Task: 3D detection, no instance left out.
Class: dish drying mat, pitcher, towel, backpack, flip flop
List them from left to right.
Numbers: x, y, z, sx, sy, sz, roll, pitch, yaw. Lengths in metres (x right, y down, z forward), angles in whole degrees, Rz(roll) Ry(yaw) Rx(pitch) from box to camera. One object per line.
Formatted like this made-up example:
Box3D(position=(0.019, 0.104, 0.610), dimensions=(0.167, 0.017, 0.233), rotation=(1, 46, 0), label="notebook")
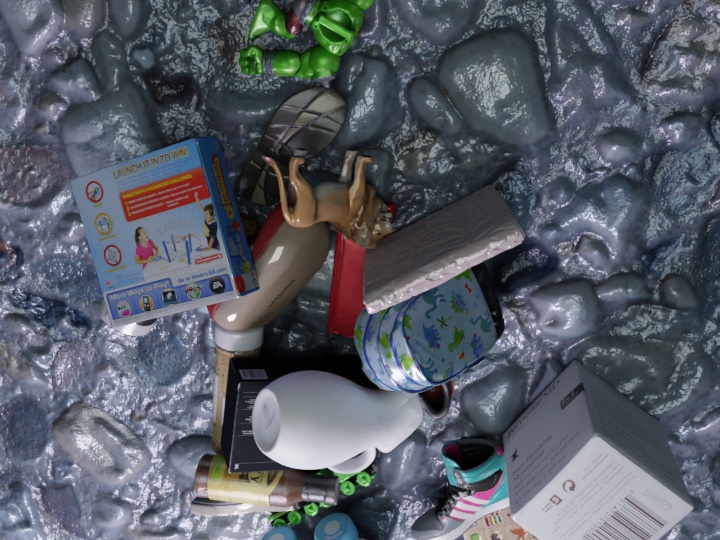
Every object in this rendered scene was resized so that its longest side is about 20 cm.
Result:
Box3D(position=(-0.089, -0.164, 1.134), dimensions=(0.081, 0.058, 0.200), rotation=(32, 125, -12), label="flip flop")
Box3D(position=(-0.042, 0.209, 1.138), dimensions=(0.199, 0.121, 0.172), rotation=(5, 127, -33), label="pitcher")
Box3D(position=(0.000, 0.000, 1.202), dimensions=(0.076, 0.018, 0.201), rotation=(7, 111, 2), label="dish drying mat")
Box3D(position=(0.086, 0.069, 1.111), dimensions=(0.199, 0.154, 0.164), rotation=(-26, 107, -17), label="backpack")
Box3D(position=(0.094, -0.029, 1.081), dimensions=(0.199, 0.191, 0.032), rotation=(-27, 107, 9), label="towel")

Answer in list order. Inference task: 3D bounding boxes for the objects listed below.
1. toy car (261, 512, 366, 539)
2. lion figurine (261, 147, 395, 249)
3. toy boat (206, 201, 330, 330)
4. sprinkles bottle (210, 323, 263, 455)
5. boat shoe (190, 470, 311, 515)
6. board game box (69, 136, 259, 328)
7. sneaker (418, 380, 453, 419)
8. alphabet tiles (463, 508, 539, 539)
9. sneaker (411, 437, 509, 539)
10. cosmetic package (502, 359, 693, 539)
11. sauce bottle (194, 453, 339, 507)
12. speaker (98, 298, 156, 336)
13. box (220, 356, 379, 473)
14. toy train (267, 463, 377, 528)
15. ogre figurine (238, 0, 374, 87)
Box3D(position=(-0.053, 0.496, 1.275), dimensions=(0.176, 0.200, 0.185), rotation=(-16, 122, 11), label="toy car")
Box3D(position=(-0.042, -0.086, 1.088), dimensions=(0.199, 0.072, 0.123), rotation=(-3, 110, -36), label="lion figurine")
Box3D(position=(-0.136, -0.024, 1.166), dimensions=(0.200, 0.130, 0.131), rotation=(-47, 71, 19), label="toy boat")
Box3D(position=(-0.177, 0.165, 1.254), dimensions=(0.068, 0.068, 0.201), rotation=(7, 111, 3), label="sprinkles bottle")
Box3D(position=(-0.167, 0.313, 1.317), dimensions=(0.199, 0.075, 0.093), rotation=(-10, 81, 20), label="boat shoe")
Box3D(position=(-0.245, -0.045, 1.097), dimensions=(0.199, 0.056, 0.197), rotation=(-13, 94, 24), label="board game box")
Box3D(position=(0.077, 0.116, 1.199), dimensions=(0.077, 0.082, 0.201), rotation=(-29, 107, 8), label="sneaker")
Box3D(position=(0.264, 0.425, 1.341), dimensions=(0.199, 0.008, 0.168), rotation=(-11, 109, 9), label="alphabet tiles")
Box3D(position=(0.138, 0.310, 1.267), dimensions=(0.199, 0.084, 0.121), rotation=(-33, 109, 8), label="sneaker")
Box3D(position=(0.306, 0.263, 1.172), dimensions=(0.165, 0.200, 0.165), rotation=(36, 110, -9), label="cosmetic package")
Box3D(position=(-0.129, 0.297, 1.232), dimensions=(0.199, 0.065, 0.065), rotation=(4, 111, 5), label="sauce bottle")
Box3D(position=(-0.280, -0.013, 1.192), dimensions=(0.081, 0.081, 0.201), rotation=(30, 110, -6), label="speaker")
Box3D(position=(-0.085, 0.197, 1.216), dimensions=(0.199, 0.079, 0.142), rotation=(2, 110, -20), label="box")
Box3D(position=(-0.064, 0.329, 1.319), dimensions=(0.200, 0.042, 0.057), rotation=(-32, 90, 18), label="toy train")
Box3D(position=(-0.056, -0.306, 1.049), dimensions=(0.120, 0.098, 0.201), rotation=(31, 88, 0), label="ogre figurine")
